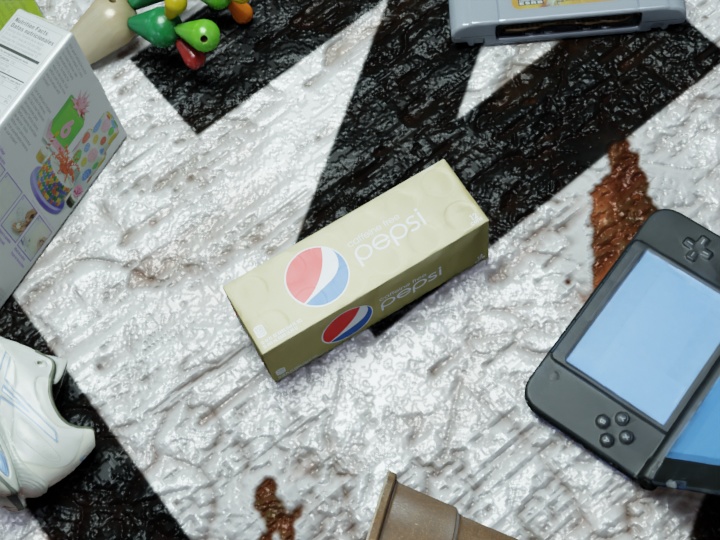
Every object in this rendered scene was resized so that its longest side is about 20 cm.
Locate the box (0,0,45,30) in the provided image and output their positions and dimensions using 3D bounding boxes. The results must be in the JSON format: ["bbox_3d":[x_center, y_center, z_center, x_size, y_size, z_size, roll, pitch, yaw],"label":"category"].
[{"bbox_3d":[-0.376,-0.201,1.002,0.199,0.122,0.048,-29,69,-8],"label":"box"}]

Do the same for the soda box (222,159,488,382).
[{"bbox_3d":[0.000,0.000,0.900,0.199,0.064,0.068,-30,65,-7],"label":"soda box"}]

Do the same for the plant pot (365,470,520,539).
[{"bbox_3d":[0.082,0.247,0.715,0.197,0.200,0.201,15,67,4],"label":"plant pot"}]

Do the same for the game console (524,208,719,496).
[{"bbox_3d":[0.237,0.046,0.823,0.170,0.118,0.200,34,72,19],"label":"game console"}]

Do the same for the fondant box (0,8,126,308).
[{"bbox_3d":[-0.280,-0.080,0.923,0.058,0.144,0.200,26,70,18],"label":"fondant box"}]

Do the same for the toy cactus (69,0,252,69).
[{"bbox_3d":[-0.187,-0.240,1.032,0.165,0.102,0.200,-36,68,10],"label":"toy cactus"}]

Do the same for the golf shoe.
[{"bbox_3d":[-0.275,0.081,0.896,0.097,0.078,0.200,-28,72,-20],"label":"golf shoe"}]

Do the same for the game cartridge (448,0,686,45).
[{"bbox_3d":[0.174,-0.264,1.021,0.199,0.042,0.134,-5,69,4],"label":"game cartridge"}]
